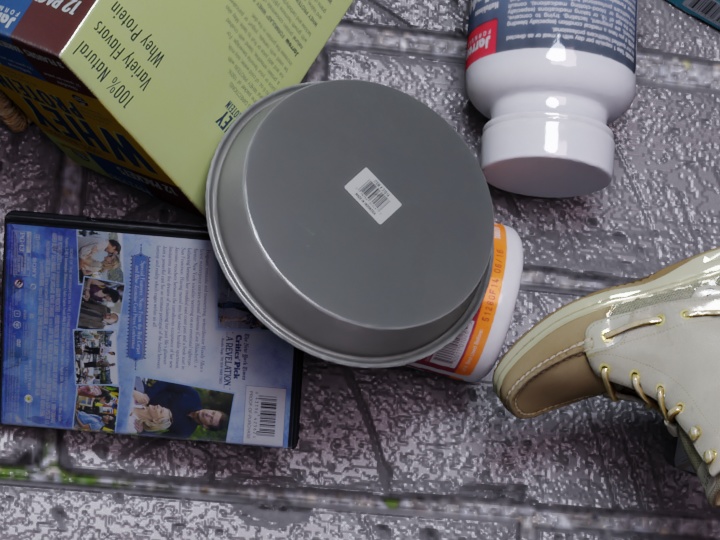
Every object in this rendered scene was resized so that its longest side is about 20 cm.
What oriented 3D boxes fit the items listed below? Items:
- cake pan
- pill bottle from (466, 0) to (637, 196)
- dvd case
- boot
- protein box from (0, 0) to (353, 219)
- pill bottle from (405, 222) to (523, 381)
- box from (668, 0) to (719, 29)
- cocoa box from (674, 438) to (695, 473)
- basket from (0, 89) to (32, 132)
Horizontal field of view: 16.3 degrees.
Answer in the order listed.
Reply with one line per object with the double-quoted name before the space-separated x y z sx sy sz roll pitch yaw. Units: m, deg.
"cake pan" 0.000 -0.037 1.604 0.199 0.037 0.201 9 64 -19
"pill bottle" 0.133 -0.160 1.743 0.119 0.120 0.201 7 73 -11
"dvd case" -0.135 0.038 1.632 0.199 0.018 0.143 5 104 3
"boot" 0.194 0.085 1.614 0.199 0.072 0.155 -24 57 8
"protein box" -0.135 -0.180 1.621 0.135 0.199 0.200 22 73 37
"pill bottle" 0.000 0.000 1.683 0.199 0.110 0.110 15 73 -9
"box" 0.303 -0.269 1.856 0.082 0.049 0.201 29 71 -4
"cocoa box" 0.338 0.089 1.725 0.199 0.131 0.134 18 72 -8
"basket" -0.216 -0.222 1.676 0.149 0.143 0.200 41 71 1
